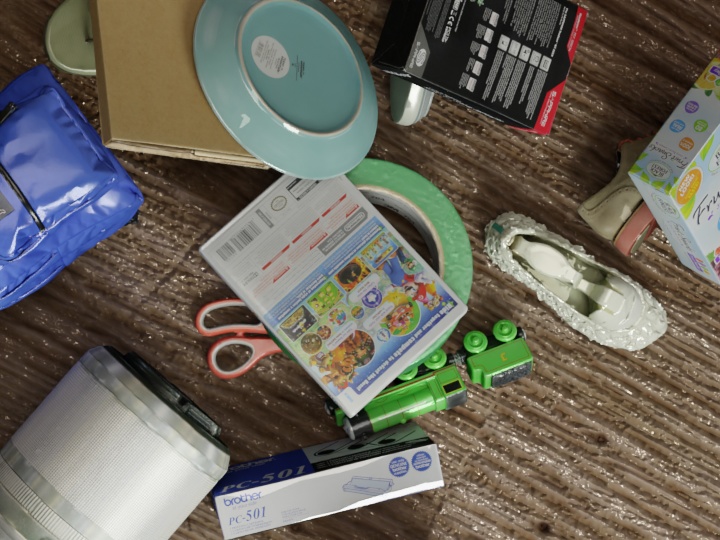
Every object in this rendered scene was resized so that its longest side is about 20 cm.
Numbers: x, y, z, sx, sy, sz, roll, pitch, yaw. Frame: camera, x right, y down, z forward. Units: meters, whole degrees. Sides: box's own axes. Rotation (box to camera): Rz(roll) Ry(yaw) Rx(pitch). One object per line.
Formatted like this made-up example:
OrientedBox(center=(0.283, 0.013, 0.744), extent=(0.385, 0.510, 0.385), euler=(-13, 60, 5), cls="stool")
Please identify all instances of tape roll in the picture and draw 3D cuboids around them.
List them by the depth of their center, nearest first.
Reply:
OrientedBox(center=(0.000, 0.000, 1.516), extent=(0.200, 0.048, 0.201), euler=(1, 78, -4), cls="tape roll")

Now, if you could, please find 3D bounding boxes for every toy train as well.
OrientedBox(center=(0.065, 0.103, 1.539), extent=(0.200, 0.042, 0.056), euler=(-21, 63, -8), cls="toy train")

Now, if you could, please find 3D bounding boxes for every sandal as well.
OrientedBox(center=(-0.185, -0.223, 1.506), extent=(0.201, 0.057, 0.080), euler=(-9, 95, -10), cls="sandal")

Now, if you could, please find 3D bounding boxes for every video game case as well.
OrientedBox(center=(-0.024, 0.009, 1.478), extent=(0.143, 0.018, 0.200), euler=(-42, 83, -11), cls="video game case")

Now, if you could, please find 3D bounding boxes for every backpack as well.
OrientedBox(center=(-0.310, -0.064, 1.427), extent=(0.200, 0.168, 0.163), euler=(-36, 88, -7), cls="backpack")

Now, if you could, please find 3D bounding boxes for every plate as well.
OrientedBox(center=(-0.058, -0.176, 1.484), extent=(0.200, 0.026, 0.200), euler=(18, 59, -33), cls="plate")

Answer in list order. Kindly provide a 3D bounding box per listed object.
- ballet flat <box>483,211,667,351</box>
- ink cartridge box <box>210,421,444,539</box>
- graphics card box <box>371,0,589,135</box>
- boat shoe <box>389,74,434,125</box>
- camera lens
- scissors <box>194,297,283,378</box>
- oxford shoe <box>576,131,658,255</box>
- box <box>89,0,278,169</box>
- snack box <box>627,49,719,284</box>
OrientedBox(center=(0.201, 0.015, 1.555), extent=(0.200, 0.072, 0.072), euler=(30, 85, -7), cls="ballet flat")
OrientedBox(center=(-0.033, 0.187, 1.503), extent=(0.200, 0.094, 0.044), euler=(-13, 99, -8), cls="ink cartridge box")
OrientedBox(center=(0.110, -0.208, 1.498), extent=(0.200, 0.051, 0.126), euler=(17, 92, -44), cls="graphics card box")
OrientedBox(center=(0.081, -0.227, 1.537), extent=(0.071, 0.070, 0.201), euler=(13, 93, -18), cls="boat shoe")
OrientedBox(center=(-0.224, 0.178, 1.445), extent=(0.160, 0.160, 0.200), euler=(41, 84, -5), cls="camera lens")
OrientedBox(center=(-0.050, 0.055, 1.530), extent=(0.200, 0.014, 0.073), euler=(-6, 85, 2), cls="scissors")
OrientedBox(center=(0.281, -0.111, 1.566), extent=(0.075, 0.070, 0.200), euler=(36, 74, 15), cls="oxford shoe")
OrientedBox(center=(-0.155, -0.190, 1.448), extent=(0.163, 0.021, 0.200), euler=(5, 66, -33), cls="box")
OrientedBox(center=(0.326, -0.089, 1.513), extent=(0.053, 0.200, 0.142), euler=(32, 82, 34), cls="snack box")
